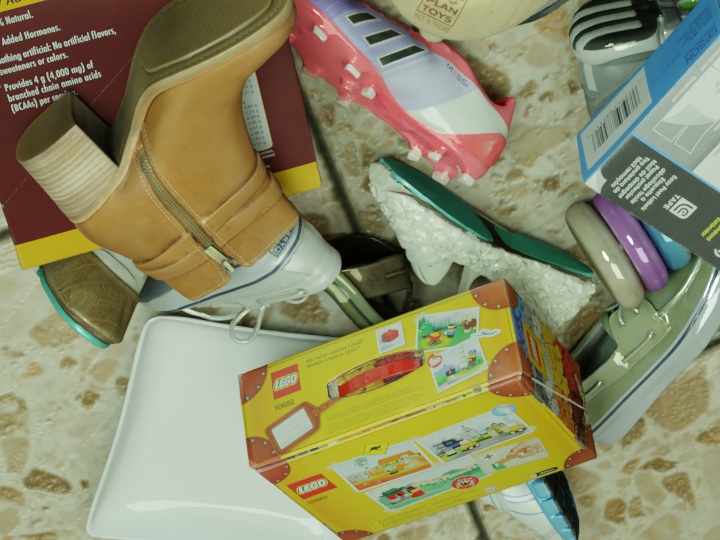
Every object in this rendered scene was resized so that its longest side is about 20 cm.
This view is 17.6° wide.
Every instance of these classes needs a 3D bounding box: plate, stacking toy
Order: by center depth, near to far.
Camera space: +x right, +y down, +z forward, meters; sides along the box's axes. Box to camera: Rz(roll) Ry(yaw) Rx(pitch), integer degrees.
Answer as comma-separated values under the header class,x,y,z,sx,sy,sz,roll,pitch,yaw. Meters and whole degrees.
class,x,y,z,sx,sy,sz,roll,pitch,yaw
stacking toy,0.246,-0.058,1.624,0.200,0.085,0.085,-32,126,2
plate,-0.084,0.116,1.682,0.199,0.032,0.201,7,122,-19

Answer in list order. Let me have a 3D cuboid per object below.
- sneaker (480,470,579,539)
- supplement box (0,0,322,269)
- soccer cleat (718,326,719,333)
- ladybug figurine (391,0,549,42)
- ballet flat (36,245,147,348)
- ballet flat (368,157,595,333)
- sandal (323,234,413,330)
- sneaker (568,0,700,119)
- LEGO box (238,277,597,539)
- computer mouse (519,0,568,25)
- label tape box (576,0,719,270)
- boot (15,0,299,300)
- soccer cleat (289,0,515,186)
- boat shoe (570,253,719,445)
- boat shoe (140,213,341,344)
class,x,y,z,sx,sy,sz,roll,pitch,yaw
sneaker,0.092,0.144,1.733,0.086,0.075,0.200,-30,118,15
supplement box,-0.147,-0.140,1.421,0.197,0.133,0.201,-16,127,-4
soccer cleat,0.341,-0.014,1.691,0.200,0.069,0.078,-39,155,5
ladybug figurine,0.080,-0.233,1.407,0.135,0.072,0.200,25,105,-8
ballet flat,-0.166,-0.001,1.490,0.068,0.200,0.072,44,87,-11
ballet flat,0.078,-0.008,1.610,0.200,0.072,0.072,27,114,-28
sandal,0.000,0.000,1.598,0.057,0.080,0.201,-46,124,2
sneaker,0.242,-0.140,1.572,0.199,0.075,0.116,-8,132,3
LEGO box,0.040,0.099,1.584,0.199,0.077,0.149,-20,146,17
computer mouse,0.142,-0.228,1.484,0.200,0.053,0.139,-29,113,3
label tape box,0.265,-0.073,1.529,0.200,0.063,0.144,30,119,-20
boot,-0.082,-0.075,1.359,0.200,0.074,0.155,-31,127,23
soccer cleat,0.024,-0.134,1.522,0.200,0.067,0.077,40,70,-30
boat shoe,0.205,0.046,1.687,0.062,0.072,0.200,22,117,-21
boat shoe,-0.074,0.003,1.520,0.086,0.075,0.202,33,155,-25
